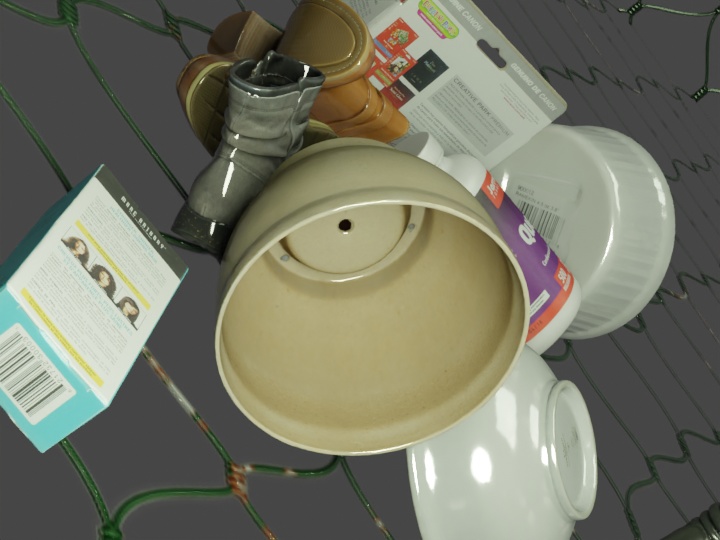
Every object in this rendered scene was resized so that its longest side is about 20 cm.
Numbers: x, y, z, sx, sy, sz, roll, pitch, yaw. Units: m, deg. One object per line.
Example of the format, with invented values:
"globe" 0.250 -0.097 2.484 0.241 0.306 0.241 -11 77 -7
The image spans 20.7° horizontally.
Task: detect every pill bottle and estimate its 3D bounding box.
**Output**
"pill bottle" 0.091 -0.018 1.668 0.200 0.112 0.113 49 19 -18

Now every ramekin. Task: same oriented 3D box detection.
"ramekin" 0.180 -0.040 1.814 0.097 0.200 0.202 9 48 -55

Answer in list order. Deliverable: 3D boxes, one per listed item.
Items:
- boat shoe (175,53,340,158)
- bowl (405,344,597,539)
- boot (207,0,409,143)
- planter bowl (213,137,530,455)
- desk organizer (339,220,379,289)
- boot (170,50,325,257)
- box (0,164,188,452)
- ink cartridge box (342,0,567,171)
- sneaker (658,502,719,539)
"boat shoe" -0.086 -0.115 1.475 0.067 0.072 0.200 42 6 29
"bowl" 0.108 0.130 1.368 0.201 0.089 0.203 -8 90 -67
"boot" -0.016 -0.142 1.557 0.155 0.199 0.077 36 68 -34
"planter bowl" -0.003 -0.001 1.264 0.200 0.200 0.135 42 20 -34
"desk organizer" 0.000 0.000 1.461 0.072 0.077 0.201 46 20 -24
"boot" -0.054 -0.083 1.363 0.069 0.133 0.200 24 13 10
"box" -0.156 0.015 1.079 0.083 0.049 0.200 51 18 -12
"ink cartridge box" 0.057 -0.172 1.752 0.200 0.175 0.084 42 21 -34
"sneaker" 0.340 0.275 1.806 0.200 0.099 0.071 35 24 -50
